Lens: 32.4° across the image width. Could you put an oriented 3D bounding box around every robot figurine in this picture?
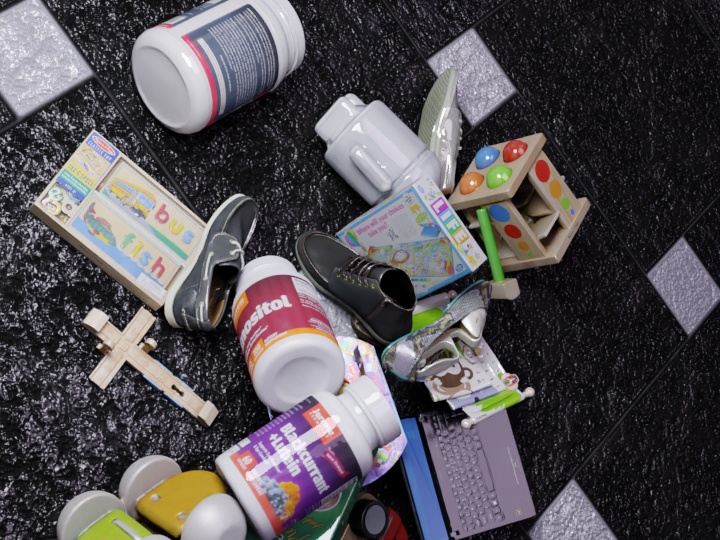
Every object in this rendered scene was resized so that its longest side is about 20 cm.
[{"bbox_3d":[0.031,-0.152,1.704,0.200,0.113,0.170,44,23,1],"label":"robot figurine"}]

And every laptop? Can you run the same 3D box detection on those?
[{"bbox_3d":[0.137,0.262,1.641,0.198,0.103,0.179,-12,81,-17],"label":"laptop"}]

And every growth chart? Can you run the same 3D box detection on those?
[{"bbox_3d":[0.125,0.118,1.664,0.144,0.018,0.201,-27,73,-32],"label":"growth chart"}]

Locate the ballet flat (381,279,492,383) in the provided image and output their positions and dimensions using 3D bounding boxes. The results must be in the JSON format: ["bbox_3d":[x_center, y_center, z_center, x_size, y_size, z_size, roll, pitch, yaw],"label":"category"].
[{"bbox_3d":[0.117,0.088,1.624,0.200,0.072,0.072,-34,93,-27],"label":"ballet flat"}]

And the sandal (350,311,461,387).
[{"bbox_3d":[0.070,0.111,1.691,0.199,0.055,0.082,27,54,-5],"label":"sandal"}]

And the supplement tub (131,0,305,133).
[{"bbox_3d":[-0.183,-0.276,1.606,0.199,0.140,0.141,-35,93,-35],"label":"supplement tub"}]

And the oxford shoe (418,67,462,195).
[{"bbox_3d":[0.121,-0.197,1.810,0.057,0.075,0.202,15,73,-20],"label":"oxford shoe"}]

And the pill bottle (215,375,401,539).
[{"bbox_3d":[-0.056,0.208,1.412,0.199,0.111,0.112,-33,92,-14],"label":"pill bottle"}]

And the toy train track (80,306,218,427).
[{"bbox_3d":[-0.249,0.116,1.496,0.200,0.032,0.115,42,57,-14],"label":"toy train track"}]

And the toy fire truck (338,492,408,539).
[{"bbox_3d":[0.018,0.394,1.530,0.200,0.128,0.177,47,58,-32],"label":"toy fire truck"}]

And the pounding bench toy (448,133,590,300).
[{"bbox_3d":[0.206,-0.076,1.770,0.156,0.124,0.201,50,54,-24],"label":"pounding bench toy"}]

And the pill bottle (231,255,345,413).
[{"bbox_3d":[-0.095,0.072,1.512,0.112,0.114,0.200,15,27,-27],"label":"pill bottle"}]

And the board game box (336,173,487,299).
[{"bbox_3d":[0.064,-0.033,1.640,0.034,0.200,0.135,-39,96,-34],"label":"board game box"}]

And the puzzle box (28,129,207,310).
[{"bbox_3d":[-0.291,-0.062,1.535,0.200,0.025,0.134,40,57,-14],"label":"puzzle box"}]

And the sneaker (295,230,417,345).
[{"bbox_3d":[0.000,0.000,1.619,0.200,0.106,0.075,41,62,13],"label":"sneaker"}]

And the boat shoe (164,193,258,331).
[{"bbox_3d":[-0.170,-0.009,1.556,0.072,0.067,0.201,56,49,-43],"label":"boat shoe"}]

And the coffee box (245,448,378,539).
[{"bbox_3d":[-0.062,0.251,1.481,0.122,0.044,0.201,19,68,13],"label":"coffee box"}]

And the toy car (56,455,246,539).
[{"bbox_3d":[-0.229,0.315,1.384,0.199,0.174,0.151,-28,126,-36],"label":"toy car"}]

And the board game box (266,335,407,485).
[{"bbox_3d":[-0.034,0.174,1.558,0.157,0.039,0.202,-17,71,-10],"label":"board game box"}]
